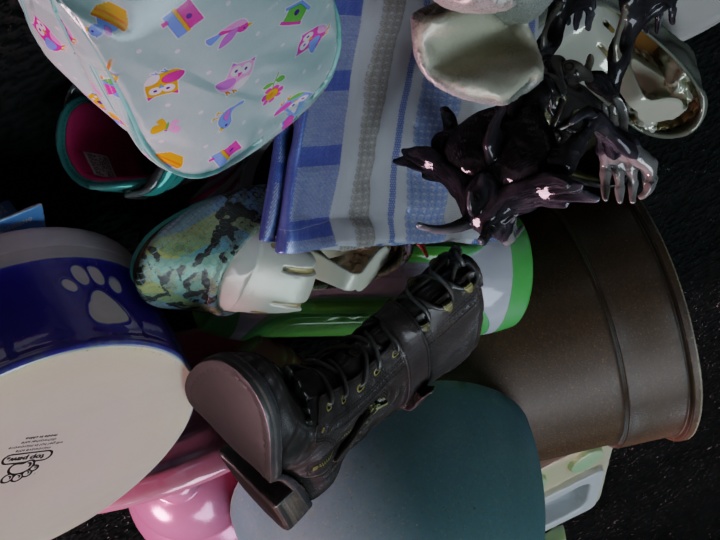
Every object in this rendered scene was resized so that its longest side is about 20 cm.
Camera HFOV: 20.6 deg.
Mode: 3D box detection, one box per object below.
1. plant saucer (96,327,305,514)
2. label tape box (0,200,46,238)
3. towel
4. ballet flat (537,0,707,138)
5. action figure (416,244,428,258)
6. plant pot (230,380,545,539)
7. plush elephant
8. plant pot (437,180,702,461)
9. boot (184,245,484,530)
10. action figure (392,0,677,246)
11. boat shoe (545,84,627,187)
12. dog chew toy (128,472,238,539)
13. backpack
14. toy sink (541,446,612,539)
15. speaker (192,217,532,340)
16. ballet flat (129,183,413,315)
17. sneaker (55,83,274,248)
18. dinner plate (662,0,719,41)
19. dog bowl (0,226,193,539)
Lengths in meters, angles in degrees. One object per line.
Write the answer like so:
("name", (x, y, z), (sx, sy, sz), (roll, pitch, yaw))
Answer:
("plant saucer", (-0.125, 0.084, 1.211), (0.200, 0.051, 0.201), (-17, -166, 4))
("label tape box", (-0.242, 0.026, 1.073), (0.143, 0.066, 0.200), (-22, 149, -18))
("towel", (0.027, -0.081, 1.057), (0.200, 0.024, 0.147), (-4, 107, -51))
("ballet flat", (0.149, -0.132, 1.173), (0.067, 0.064, 0.200), (-32, 146, 26))
("action figure", (0.022, -0.085, 1.117), (0.065, 0.099, 0.200), (-43, 159, -14))
("plant pot", (0.032, 0.182, 1.224), (0.200, 0.135, 0.200), (-13, 143, -10))
("plush elephant", (0.071, -0.175, 0.956), (0.200, 0.165, 0.155), (-16, 153, 40))
("plant pot", (0.100, 0.049, 1.346), (0.198, 0.200, 0.200), (-17, 151, -9))
("boot", (-0.004, 0.047, 1.085), (0.174, 0.069, 0.200), (-41, 159, -13))
("action figure", (0.099, -0.072, 1.037), (0.200, 0.119, 0.102), (-59, 141, -28))
("boat shoe", (0.118, -0.099, 1.229), (0.073, 0.065, 0.200), (-41, 151, 22))
("dog chew toy", (-0.102, 0.144, 1.326), (0.124, 0.125, 0.200), (-33, 167, 3))
("backpack", (-0.088, -0.136, 0.881), (0.167, 0.127, 0.200), (-29, 153, -7))
("toy sink", (0.115, 0.136, 1.479), (0.112, 0.200, 0.130), (-25, 152, -13))
("speaker", (0.000, 0.000, 1.206), (0.200, 0.089, 0.089), (0, 143, -18))
("ballet flat", (-0.037, -0.010, 1.062), (0.200, 0.074, 0.074), (-20, 155, -52))
("sneaker", (-0.109, -0.052, 1.050), (0.121, 0.084, 0.200), (-14, 141, -41))
("dinner plate", (0.214, -0.195, 1.215), (0.200, 0.024, 0.200), (-25, 153, -14))
("dog bowl", (-0.190, 0.071, 1.044), (0.200, 0.079, 0.200), (-25, 151, -14))
